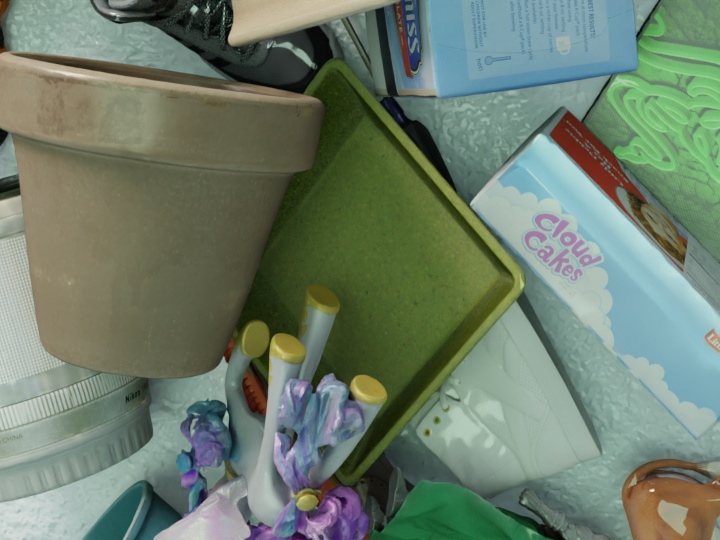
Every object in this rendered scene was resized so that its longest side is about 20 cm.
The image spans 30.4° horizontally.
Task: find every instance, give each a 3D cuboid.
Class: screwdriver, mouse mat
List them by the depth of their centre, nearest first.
[{"bbox_3d":[0.253,-0.085,0.857,0.199,0.008,0.162,34,106,6],"label":"mouse mat"},{"bbox_3d":[0.007,-0.131,0.895,0.029,0.028,0.201,-31,91,46],"label":"screwdriver"}]

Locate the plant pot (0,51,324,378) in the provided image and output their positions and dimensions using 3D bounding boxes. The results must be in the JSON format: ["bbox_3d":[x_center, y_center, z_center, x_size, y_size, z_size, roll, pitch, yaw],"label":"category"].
[{"bbox_3d":[-0.129,-0.032,0.805,0.197,0.200,0.177,10,98,11],"label":"plant pot"}]

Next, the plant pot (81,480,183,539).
[{"bbox_3d":[-0.137,0.285,0.932,0.187,0.200,0.201,38,107,-10],"label":"plant pot"}]

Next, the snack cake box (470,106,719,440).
[{"bbox_3d":[0.167,-0.004,0.833,0.200,0.115,0.067,46,113,0],"label":"snack cake box"}]

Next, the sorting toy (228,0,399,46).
[{"bbox_3d":[-0.031,-0.241,0.758,0.184,0.036,0.203,-1,96,54],"label":"sorting toy"}]

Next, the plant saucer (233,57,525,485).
[{"bbox_3d":[0.000,0.000,0.871,0.201,0.048,0.200,51,121,20],"label":"plant saucer"}]

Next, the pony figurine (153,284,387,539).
[{"bbox_3d":[-0.051,0.136,0.820,0.165,0.194,0.202,10,117,-26],"label":"pony figurine"}]

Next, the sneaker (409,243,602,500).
[{"bbox_3d":[0.069,0.061,0.894,0.115,0.074,0.202,-26,96,13],"label":"sneaker"}]

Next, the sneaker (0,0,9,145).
[{"bbox_3d":[-0.301,-0.159,0.942,0.091,0.076,0.203,9,95,19],"label":"sneaker"}]

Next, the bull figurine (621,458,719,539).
[{"bbox_3d":[0.239,0.219,0.891,0.120,0.065,0.203,-14,104,7],"label":"bull figurine"}]

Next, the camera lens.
[{"bbox_3d":[-0.238,0.040,0.914,0.158,0.160,0.203,-13,98,15],"label":"camera lens"}]

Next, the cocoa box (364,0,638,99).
[{"bbox_3d":[0.074,-0.209,0.787,0.131,0.131,0.203,-9,100,-14],"label":"cocoa box"}]

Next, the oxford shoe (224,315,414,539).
[{"bbox_3d":[-0.030,0.105,0.940,0.072,0.071,0.201,-35,88,-12],"label":"oxford shoe"}]

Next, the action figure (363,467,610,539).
[{"bbox_3d":[0.102,0.183,0.892,0.198,0.055,0.118,18,141,-19],"label":"action figure"}]

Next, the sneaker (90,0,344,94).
[{"bbox_3d":[-0.106,-0.170,0.866,0.199,0.114,0.076,34,107,4],"label":"sneaker"}]
